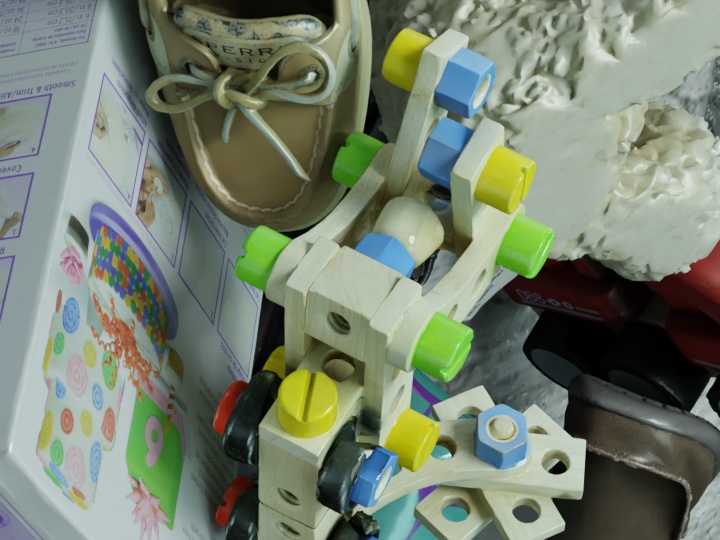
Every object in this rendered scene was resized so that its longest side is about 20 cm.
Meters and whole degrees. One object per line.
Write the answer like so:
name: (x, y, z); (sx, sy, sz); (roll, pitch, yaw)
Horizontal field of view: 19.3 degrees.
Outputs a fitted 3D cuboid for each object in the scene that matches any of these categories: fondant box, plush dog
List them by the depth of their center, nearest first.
fondant box: (-0.087, 0.012, 0.692); (0.144, 0.058, 0.200); (60, 28, -49)
plush dog: (0.043, -0.095, 0.771); (0.160, 0.172, 0.200); (-17, 142, -11)

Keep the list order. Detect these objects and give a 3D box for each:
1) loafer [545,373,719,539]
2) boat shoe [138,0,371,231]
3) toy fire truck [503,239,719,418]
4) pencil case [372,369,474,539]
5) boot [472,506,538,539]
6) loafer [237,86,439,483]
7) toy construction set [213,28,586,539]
loafer: (0.118, 0.108, 0.951); (0.200, 0.073, 0.071); (72, 41, -65)
boat shoe: (-0.038, -0.099, 0.648); (0.063, 0.073, 0.200); (-74, 160, -64)
toy fire truck: (0.121, -0.040, 0.904); (0.200, 0.176, 0.129); (47, 70, -36)
pencil case: (-0.008, 0.141, 0.935); (0.092, 0.085, 0.200); (38, 85, -44)
boot: (0.047, 0.197, 1.028); (0.200, 0.073, 0.090); (-52, 148, -30)
loafer: (0.000, 0.000, 0.833); (0.072, 0.063, 0.200); (42, 67, -29)
toy construction set: (0.013, 0.032, 0.683); (0.131, 0.092, 0.200); (-57, 150, -30)
